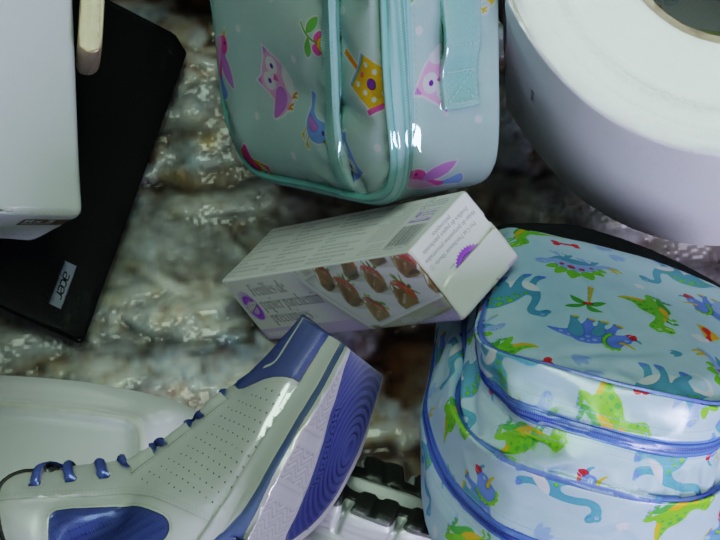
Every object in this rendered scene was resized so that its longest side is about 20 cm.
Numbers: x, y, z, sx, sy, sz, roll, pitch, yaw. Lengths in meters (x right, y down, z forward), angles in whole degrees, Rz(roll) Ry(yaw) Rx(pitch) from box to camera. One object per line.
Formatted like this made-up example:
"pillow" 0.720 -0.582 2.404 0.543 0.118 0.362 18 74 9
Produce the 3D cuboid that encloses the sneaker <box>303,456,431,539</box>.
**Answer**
"sneaker" 0.054 0.152 1.049 0.199 0.091 0.078 22 19 -3

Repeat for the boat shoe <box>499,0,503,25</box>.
"boat shoe" 0.131 -0.168 1.217 0.200 0.073 0.072 -32 27 -31

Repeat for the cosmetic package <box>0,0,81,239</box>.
"cosmetic package" -0.188 -0.118 1.104 0.101 0.074 0.201 3 81 -27

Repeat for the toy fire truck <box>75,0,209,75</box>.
"toy fire truck" -0.089 -0.180 1.174 0.200 0.176 0.129 -41 67 -15

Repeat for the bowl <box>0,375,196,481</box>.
"bowl" -0.159 0.132 1.060 0.199 0.075 0.201 4 60 6

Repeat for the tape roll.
"tape roll" 0.160 -0.125 1.058 0.201 0.139 0.204 -1 75 3

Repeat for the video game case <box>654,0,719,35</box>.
"video game case" 0.188 -0.184 1.189 0.142 0.018 0.201 11 74 -28

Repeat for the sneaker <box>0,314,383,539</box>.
"sneaker" -0.086 0.094 0.976 0.115 0.081 0.200 28 81 20

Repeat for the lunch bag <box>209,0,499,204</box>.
"lunch bag" -0.003 -0.133 1.051 0.077 0.201 0.160 -11 16 -29

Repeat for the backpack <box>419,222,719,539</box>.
"backpack" 0.096 0.061 1.011 0.162 0.154 0.200 21 41 4

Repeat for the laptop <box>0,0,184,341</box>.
"laptop" -0.216 -0.065 1.199 0.199 0.103 0.178 -2 57 31

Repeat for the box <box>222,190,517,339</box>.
"box" 0.000 0.000 1.065 0.041 0.200 0.039 -45 105 -22
